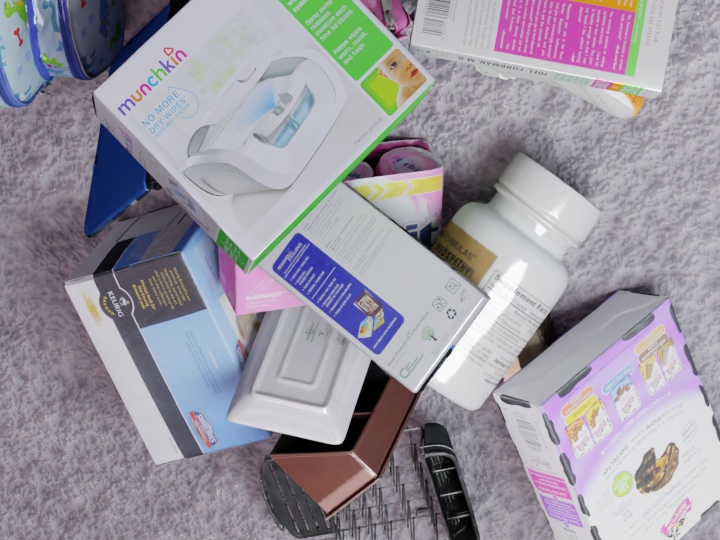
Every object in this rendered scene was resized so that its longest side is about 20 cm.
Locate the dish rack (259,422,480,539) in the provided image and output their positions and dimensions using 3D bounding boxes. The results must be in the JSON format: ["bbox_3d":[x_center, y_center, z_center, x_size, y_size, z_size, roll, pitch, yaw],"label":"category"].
[{"bbox_3d":[0.006,0.216,1.583,0.197,0.055,0.154,-10,133,8],"label":"dish rack"}]

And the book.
[{"bbox_3d":[0.145,-0.218,1.285,0.197,0.048,0.135,11,83,-1],"label":"book"}]

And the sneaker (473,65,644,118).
[{"bbox_3d":[0.142,-0.183,1.359,0.199,0.076,0.092,39,129,2],"label":"sneaker"}]

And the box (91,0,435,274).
[{"bbox_3d":[-0.076,-0.132,1.275,0.200,0.097,0.177,-44,91,-10],"label":"box"}]

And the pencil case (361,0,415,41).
[{"bbox_3d":[-0.024,-0.272,1.341,0.090,0.094,0.202,-31,112,-13],"label":"pencil case"}]

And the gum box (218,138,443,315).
[{"bbox_3d":[-0.022,-0.039,1.433,0.197,0.066,0.115,-8,121,-16],"label":"gum box"}]

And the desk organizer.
[{"bbox_3d":[-0.005,0.124,1.486,0.077,0.200,0.072,45,121,-8],"label":"desk organizer"}]

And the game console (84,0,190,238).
[{"bbox_3d":[-0.139,-0.128,1.406,0.168,0.202,0.119,6,148,-5],"label":"game console"}]

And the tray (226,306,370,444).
[{"bbox_3d":[-0.041,0.061,1.463,0.106,0.201,0.022,12,138,9],"label":"tray"}]

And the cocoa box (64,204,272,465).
[{"bbox_3d":[-0.155,0.053,1.529,0.130,0.134,0.202,-15,112,23],"label":"cocoa box"}]

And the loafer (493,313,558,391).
[{"bbox_3d":[0.159,0.107,1.506,0.068,0.076,0.202,-16,103,25],"label":"loafer"}]

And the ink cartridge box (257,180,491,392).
[{"bbox_3d":[0.000,0.000,1.353,0.199,0.039,0.100,39,97,11],"label":"ink cartridge box"}]

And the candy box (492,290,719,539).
[{"bbox_3d":[0.226,0.148,1.447,0.071,0.167,0.202,9,129,56],"label":"candy box"}]

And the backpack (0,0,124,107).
[{"bbox_3d":[-0.284,-0.231,1.376,0.145,0.200,0.185,4,118,14],"label":"backpack"}]

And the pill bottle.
[{"bbox_3d":[0.111,0.007,1.405,0.114,0.114,0.201,36,94,-5],"label":"pill bottle"}]
